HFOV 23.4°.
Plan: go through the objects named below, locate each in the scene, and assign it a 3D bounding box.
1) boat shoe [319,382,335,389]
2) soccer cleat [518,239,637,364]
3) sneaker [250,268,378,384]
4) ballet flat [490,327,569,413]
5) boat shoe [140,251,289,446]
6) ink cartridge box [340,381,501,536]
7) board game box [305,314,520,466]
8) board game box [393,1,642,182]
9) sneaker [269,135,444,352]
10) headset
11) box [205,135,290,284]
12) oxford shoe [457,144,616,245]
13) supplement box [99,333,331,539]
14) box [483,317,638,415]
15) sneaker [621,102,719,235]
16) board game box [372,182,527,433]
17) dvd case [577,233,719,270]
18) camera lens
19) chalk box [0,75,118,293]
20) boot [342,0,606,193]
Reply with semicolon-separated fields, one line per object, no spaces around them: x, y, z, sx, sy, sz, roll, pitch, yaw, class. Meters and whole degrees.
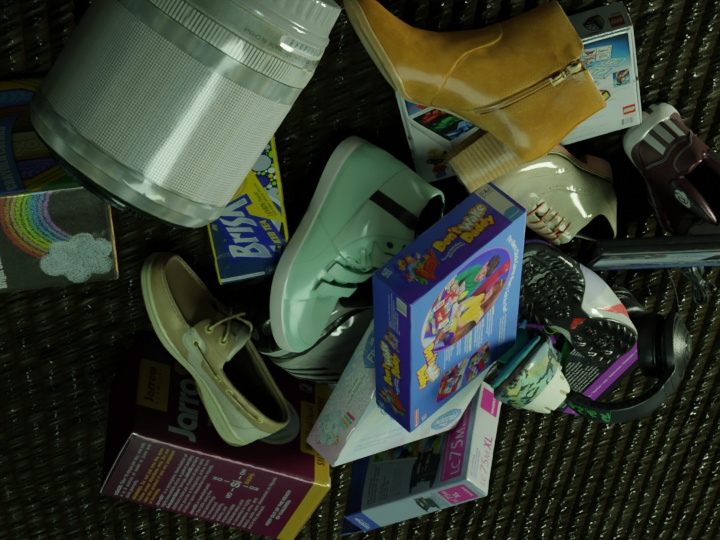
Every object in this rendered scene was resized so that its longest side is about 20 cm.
-0.010;0.114;1.722;0.063;0.073;0.200;5;143;-27;boat shoe
0.182;0.016;1.578;0.068;0.073;0.200;-36;138;17;soccer cleat
0.005;0.037;1.626;0.200;0.076;0.115;-28;143;11;sneaker
0.159;0.094;1.572;0.074;0.074;0.200;-21;-174;10;ballet flat
-0.126;0.065;1.567;0.066;0.074;0.200;-16;114;33;boat shoe
0.051;0.194;1.775;0.200;0.119;0.042;-25;129;40;ink cartridge box
0.063;0.077;1.611;0.200;0.043;0.199;-10;134;-53;board game box
0.133;-0.146;1.463;0.200;0.035;0.126;-15;143;2;board game box
0.000;0.000;1.482;0.074;0.118;0.201;-7;123;-57;sneaker
0.272;0.068;1.685;0.200;0.123;0.094;-50;142;-18;headset
-0.102;-0.077;1.458;0.070;0.064;0.200;-11;142;-4;box
0.163;-0.063;1.505;0.200;0.074;0.071;2;156;-45;oxford shoe
-0.136;0.160;1.667;0.200;0.131;0.103;16;133;-18;supplement box
0.191;0.081;1.770;0.200;0.036;0.143;13;135;-32;box
0.309;-0.058;1.552;0.076;0.116;0.200;-44;137;4;sneaker
0.074;0.034;1.468;0.134;0.045;0.200;-38;152;-23;board game box
0.277;-0.016;1.584;0.143;0.018;0.200;-2;176;2;dvd case
-0.127;-0.143;1.245;0.160;0.160;0.200;25;104;-39;camera lens
-0.299;-0.063;1.369;0.200;0.124;0.125;-6;143;-8;chalk box
0.093;-0.174;1.374;0.144;0.071;0.201;-37;106;2;boot
